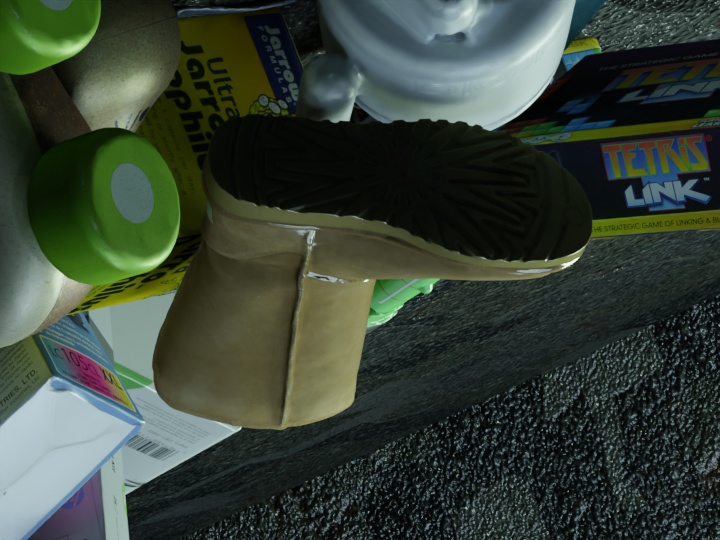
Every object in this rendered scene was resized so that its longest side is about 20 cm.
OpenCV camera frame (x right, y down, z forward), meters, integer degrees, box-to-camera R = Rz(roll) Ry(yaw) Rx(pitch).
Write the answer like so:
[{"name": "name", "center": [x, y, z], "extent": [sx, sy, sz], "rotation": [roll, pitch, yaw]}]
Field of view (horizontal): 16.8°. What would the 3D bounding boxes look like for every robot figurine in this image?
[{"name": "robot figurine", "center": [0.036, -0.122, 1.054], "extent": [0.169, 0.113, 0.200], "rotation": [-39, 172, -4]}]

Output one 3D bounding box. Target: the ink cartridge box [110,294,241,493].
[{"name": "ink cartridge box", "center": [-0.181, 0.071, 1.551], "extent": [0.146, 0.085, 0.200], "rotation": [29, 144, -26]}]

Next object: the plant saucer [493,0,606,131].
[{"name": "plant saucer", "center": [0.076, -0.100, 1.189], "extent": [0.070, 0.019, 0.200], "rotation": [-37, 171, -43]}]

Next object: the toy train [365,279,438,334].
[{"name": "toy train", "center": [0.000, 0.000, 1.169], "extent": [0.042, 0.057, 0.200], "rotation": [-18, 169, -38]}]

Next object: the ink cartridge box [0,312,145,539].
[{"name": "ink cartridge box", "center": [-0.211, 0.043, 1.221], "extent": [0.136, 0.200, 0.076], "rotation": [-43, 141, 10]}]

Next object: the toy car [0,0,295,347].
[{"name": "toy car", "center": [-0.117, -0.068, 0.972], "extent": [0.164, 0.158, 0.200], "rotation": [-16, -172, 38]}]

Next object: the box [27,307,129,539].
[{"name": "box", "center": [-0.202, 0.096, 1.275], "extent": [0.155, 0.200, 0.041], "rotation": [-19, 138, 10]}]

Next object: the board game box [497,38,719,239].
[{"name": "board game box", "center": [0.181, -0.072, 1.241], "extent": [0.199, 0.057, 0.165], "rotation": [-4, -159, 28]}]

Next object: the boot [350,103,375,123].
[{"name": "boot", "center": [0.005, -0.086, 1.228], "extent": [0.200, 0.073, 0.151], "rotation": [-35, 172, -2]}]

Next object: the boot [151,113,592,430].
[{"name": "boot", "center": [0.000, 0.009, 1.095], "extent": [0.174, 0.066, 0.200], "rotation": [12, 148, -2]}]

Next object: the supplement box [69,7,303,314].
[{"name": "supplement box", "center": [-0.121, -0.047, 1.139], "extent": [0.200, 0.110, 0.109], "rotation": [-12, 167, -45]}]

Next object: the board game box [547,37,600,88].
[{"name": "board game box", "center": [0.035, -0.067, 1.480], "extent": [0.165, 0.057, 0.200], "rotation": [-12, 167, -38]}]
